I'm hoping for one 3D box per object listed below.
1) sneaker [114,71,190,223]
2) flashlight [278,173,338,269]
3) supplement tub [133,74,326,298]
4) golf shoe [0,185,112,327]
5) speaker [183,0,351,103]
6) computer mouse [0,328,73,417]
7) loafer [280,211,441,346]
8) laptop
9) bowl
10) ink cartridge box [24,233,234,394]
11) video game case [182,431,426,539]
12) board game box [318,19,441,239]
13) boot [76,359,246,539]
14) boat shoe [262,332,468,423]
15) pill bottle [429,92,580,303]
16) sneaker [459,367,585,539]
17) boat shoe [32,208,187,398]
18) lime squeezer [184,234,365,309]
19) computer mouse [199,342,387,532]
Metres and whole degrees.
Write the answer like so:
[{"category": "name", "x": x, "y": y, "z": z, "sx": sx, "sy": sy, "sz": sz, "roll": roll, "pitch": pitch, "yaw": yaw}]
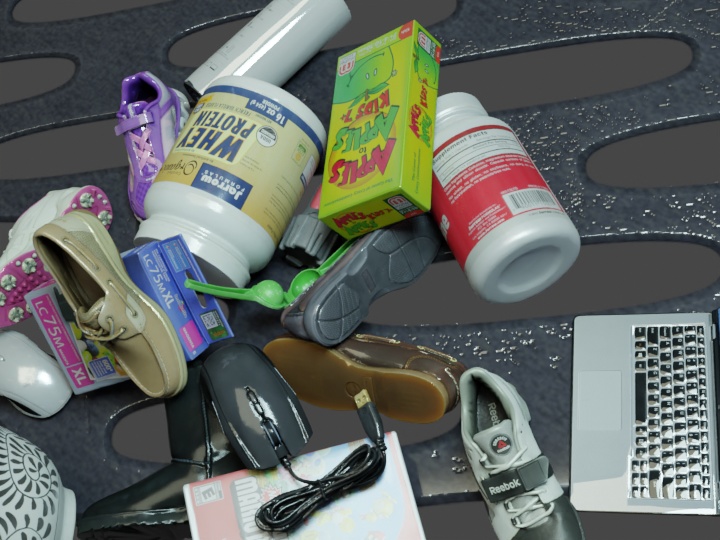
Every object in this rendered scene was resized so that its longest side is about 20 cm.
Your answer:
[{"category": "sneaker", "x": -0.241, "y": -0.144, "z": 1.228, "sx": 0.080, "sy": 0.089, "sz": 0.201, "roll": -14, "pitch": 60, "yaw": 10}, {"category": "flashlight", "x": -0.016, "y": -0.097, "z": 1.138, "sx": 0.068, "sy": 0.068, "sz": 0.200, "roll": 15, "pitch": 67, "yaw": 29}, {"category": "supplement tub", "x": -0.136, "y": -0.086, "z": 1.126, "sx": 0.144, "sy": 0.144, "sz": 0.200, "roll": 15, "pitch": 68, "yaw": 25}, {"category": "golf shoe", "x": -0.366, "y": -0.017, "z": 1.211, "sx": 0.091, "sy": 0.075, "sz": 0.200, "roll": 13, "pitch": 52, "yaw": 37}, {"category": "speaker", "x": -0.105, "y": -0.254, "z": 1.246, "sx": 0.200, "sy": 0.081, "sz": 0.081, "roll": -45, "pitch": 58, "yaw": -9}, {"category": "computer mouse", "x": -0.392, "y": 0.093, "z": 1.174, "sx": 0.200, "sy": 0.044, "sz": 0.110, "roll": 21, "pitch": 70, "yaw": 27}, {"category": "loafer", "x": 0.000, "y": 0.000, "z": 1.054, "sx": 0.063, "sy": 0.072, "sz": 0.200, "roll": 4, "pitch": 35, "yaw": 44}, {"category": "laptop", "x": 0.270, "y": 0.098, "z": 0.905, "sx": 0.199, "sy": 0.116, "sz": 0.188, "roll": -2, "pitch": 61, "yaw": 18}, {"category": "bowl", "x": -0.326, "y": 0.246, "z": 1.019, "sx": 0.094, "sy": 0.201, "sz": 0.201, "roll": 14, "pitch": 58, "yaw": -23}, {"category": "ink cartridge box", "x": -0.233, "y": 0.046, "z": 1.074, "sx": 0.200, "sy": 0.120, "sz": 0.042, "roll": -18, "pitch": 13, "yaw": 29}, {"category": "video game case", "x": -0.047, "y": 0.235, "z": 0.958, "sx": 0.200, "sy": 0.017, "sz": 0.143, "roll": -14, "pitch": 66, "yaw": -5}, {"category": "board game box", "x": 0.021, "y": -0.138, "z": 1.058, "sx": 0.101, "sy": 0.048, "sz": 0.200, "roll": -18, "pitch": 52, "yaw": 36}, {"category": "boot", "x": -0.174, "y": 0.172, "z": 1.041, "sx": 0.198, "sy": 0.073, "sz": 0.163, "roll": -10, "pitch": 62, "yaw": 5}, {"category": "boat shoe", "x": 0.005, "y": 0.096, "z": 1.031, "sx": 0.200, "sy": 0.071, "sz": 0.070, "roll": 14, "pitch": 30, "yaw": 24}, {"category": "pill bottle", "x": 0.121, "y": -0.076, "z": 1.053, "sx": 0.112, "sy": 0.112, "sz": 0.200, "roll": -27, "pitch": 57, "yaw": 3}, {"category": "sneaker", "x": 0.127, "y": 0.173, "z": 0.927, "sx": 0.074, "sy": 0.089, "sz": 0.200, "roll": -29, "pitch": 57, "yaw": 9}, {"category": "boat shoe", "x": -0.237, "y": 0.041, "z": 1.011, "sx": 0.071, "sy": 0.065, "sz": 0.200, "roll": -31, "pitch": 94, "yaw": 33}, {"category": "lime squeezer", "x": -0.073, "y": 0.011, "z": 1.063, "sx": 0.200, "sy": 0.071, "sz": 0.038, "roll": -17, "pitch": 59, "yaw": -20}, {"category": "computer mouse", "x": -0.062, "y": 0.124, "z": 0.981, "sx": 0.140, "sy": 0.046, "sz": 0.200, "roll": -23, "pitch": 56, "yaw": -9}]
